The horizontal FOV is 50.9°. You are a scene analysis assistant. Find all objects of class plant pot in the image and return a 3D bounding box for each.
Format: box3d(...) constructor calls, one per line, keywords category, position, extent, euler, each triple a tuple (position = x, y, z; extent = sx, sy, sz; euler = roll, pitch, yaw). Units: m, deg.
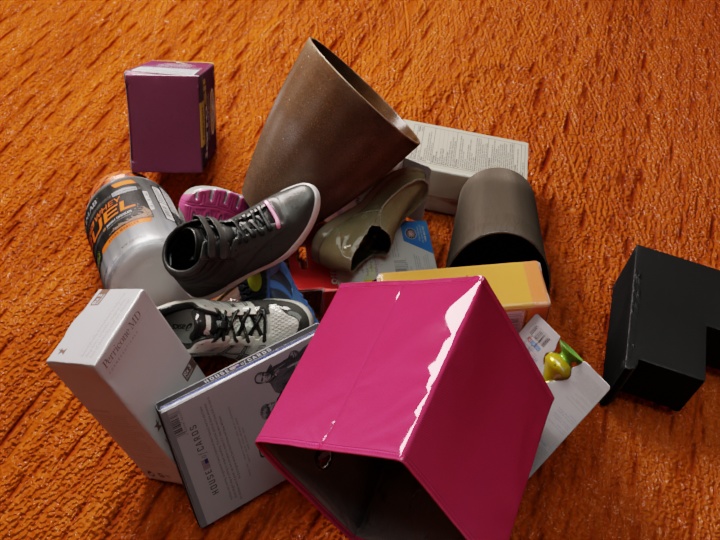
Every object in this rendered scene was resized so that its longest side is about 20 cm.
box3d(category="plant pot", position=(-0.056, -0.149, 0.954), extent=(0.200, 0.185, 0.188), euler=(-47, 57, 15))

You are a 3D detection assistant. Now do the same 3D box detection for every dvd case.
box3d(category="dvd case", position=(-0.108, 0.167, 0.824), extent=(0.196, 0.154, 0.025), euler=(-24, 25, -24))

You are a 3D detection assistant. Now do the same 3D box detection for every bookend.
box3d(category="bookend", position=(0.423, 0.096, 0.968), extent=(0.195, 0.093, 0.202), euler=(17, 52, 6))

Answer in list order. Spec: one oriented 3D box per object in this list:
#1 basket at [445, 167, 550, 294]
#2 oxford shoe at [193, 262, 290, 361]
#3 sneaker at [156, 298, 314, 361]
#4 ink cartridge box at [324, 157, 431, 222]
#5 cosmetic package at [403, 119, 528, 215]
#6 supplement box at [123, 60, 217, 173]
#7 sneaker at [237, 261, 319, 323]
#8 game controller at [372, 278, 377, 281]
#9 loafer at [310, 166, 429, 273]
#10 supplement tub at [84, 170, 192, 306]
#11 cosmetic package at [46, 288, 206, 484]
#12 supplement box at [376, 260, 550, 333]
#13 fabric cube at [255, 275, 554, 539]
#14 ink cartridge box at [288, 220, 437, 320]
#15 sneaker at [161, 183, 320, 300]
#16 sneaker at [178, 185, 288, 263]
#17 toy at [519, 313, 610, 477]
box3d(category="basket", position=(0.181, -0.037, 1.015), extent=(0.132, 0.183, 0.202), euler=(12, 41, 1))
box3d(category="oxford shoe", position=(-0.161, 0.060, 0.963), extent=(0.198, 0.072, 0.074), euler=(-33, 77, -20))
box3d(category="sneaker", position=(-0.151, 0.069, 0.851), extent=(0.194, 0.088, 0.078), euler=(-4, 82, 10))
box3d(category="ink cartridge box", position=(-0.005, -0.119, 1.083), extent=(0.195, 0.117, 0.069), euler=(21, 52, 12))
box3d(category="cosmetic package", position=(0.147, -0.147, 1.140), extent=(0.194, 0.088, 0.105), euler=(13, 51, 3))
box3d(category="supplement box", position=(-0.265, -0.226, 1.084), extent=(0.100, 0.135, 0.201), euler=(1, 20, -5))
box3d(category="sneaker", position=(-0.097, 0.042, 0.933), extent=(0.077, 0.065, 0.206), euler=(-12, 86, -42))
box3d(category="game controller", position=(0.094, 0.074, 0.951), extent=(0.194, 0.042, 0.108), euler=(11, 94, 3))
box3d(category="loafer", position=(0.025, -0.059, 0.981), extent=(0.199, 0.077, 0.067), euler=(-40, 62, -22))
box3d(category="supplement tub", position=(-0.284, -0.038, 0.971), extent=(0.120, 0.125, 0.201), euler=(-18, 41, -20))
box3d(category="cosmetic package", position=(-0.227, 0.125, 0.802), extent=(0.072, 0.203, 0.103), euler=(0, 45, 27))
box3d(category="supplement box", position=(0.117, 0.041, 0.887), extent=(0.194, 0.070, 0.068), euler=(-3, 51, -2))
box3d(category="fabric cube", position=(0.051, 0.149, 0.761), extent=(0.196, 0.197, 0.202), euler=(-5, 45, 41))
box3d(category="ink cartridge box", position=(0.000, 0.000, 1.018), extent=(0.194, 0.068, 0.118), euler=(-2, 50, -8))
box3d(category="sneaker", position=(-0.136, -0.040, 0.849), extent=(0.198, 0.099, 0.072), euler=(-34, 69, 5))
box3d(category="sneaker", position=(-0.171, -0.062, 1.009), extent=(0.087, 0.198, 0.083), euler=(28, 92, 38))
box3d(category="toy", position=(0.181, 0.165, 0.864), extent=(0.115, 0.202, 0.047), euler=(46, 19, 29))
